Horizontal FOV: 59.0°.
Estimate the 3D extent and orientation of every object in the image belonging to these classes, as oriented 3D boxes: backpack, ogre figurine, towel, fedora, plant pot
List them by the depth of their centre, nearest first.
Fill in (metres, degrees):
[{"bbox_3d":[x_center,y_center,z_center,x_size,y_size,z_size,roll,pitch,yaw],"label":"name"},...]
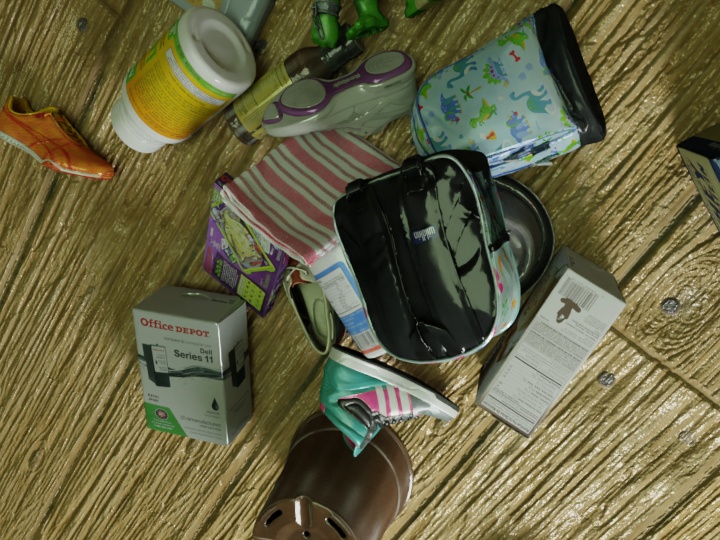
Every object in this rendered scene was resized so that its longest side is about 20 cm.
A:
[{"bbox_3d":[0.079,-0.009,0.679,0.175,0.150,0.203,-17,87,32],"label":"backpack"},{"bbox_3d":[0.153,-0.184,0.724,0.198,0.153,0.166,-19,92,33],"label":"backpack"},{"bbox_3d":[0.023,-0.346,0.734,0.197,0.098,0.122,-21,95,17],"label":"ogre figurine"},{"bbox_3d":[-0.053,-0.108,0.770,0.146,0.200,0.030,36,151,15],"label":"towel"},{"bbox_3d":[0.137,-0.034,0.783,0.197,0.090,0.180,17,108,12],"label":"fedora"},{"bbox_3d":[-0.041,0.324,0.870,0.197,0.198,0.204,4,106,15],"label":"plant pot"}]

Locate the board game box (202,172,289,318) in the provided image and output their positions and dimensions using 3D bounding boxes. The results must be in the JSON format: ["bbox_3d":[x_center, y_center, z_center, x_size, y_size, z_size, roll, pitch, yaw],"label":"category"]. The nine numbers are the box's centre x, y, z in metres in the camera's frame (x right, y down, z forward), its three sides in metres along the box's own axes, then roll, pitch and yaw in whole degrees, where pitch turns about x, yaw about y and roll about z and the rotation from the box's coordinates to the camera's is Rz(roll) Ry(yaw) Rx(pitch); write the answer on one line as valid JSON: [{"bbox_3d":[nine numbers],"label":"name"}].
[{"bbox_3d":[-0.153,-0.026,0.848,0.119,0.032,0.201,35,144,4],"label":"board game box"}]

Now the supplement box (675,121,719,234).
[{"bbox_3d":[0.447,-0.108,0.616,0.198,0.200,0.136,-29,94,22],"label":"supplement box"}]

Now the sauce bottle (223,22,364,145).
[{"bbox_3d":[-0.084,-0.238,0.812,0.198,0.065,0.065,-29,95,19],"label":"sauce bottle"}]

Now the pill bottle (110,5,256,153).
[{"bbox_3d":[-0.236,-0.235,0.821,0.198,0.111,0.112,-26,96,36],"label":"pill bottle"}]

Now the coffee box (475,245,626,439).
[{"bbox_3d":[0.226,0.084,0.776,0.079,0.114,0.202,31,111,6],"label":"coffee box"}]

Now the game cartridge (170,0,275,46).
[{"bbox_3d":[-0.196,-0.396,0.820,0.199,0.042,0.134,35,115,6],"label":"game cartridge"}]

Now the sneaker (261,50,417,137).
[{"bbox_3d":[-0.021,-0.191,0.777,0.197,0.076,0.100,-16,144,4],"label":"sneaker"}]

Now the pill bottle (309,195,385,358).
[{"bbox_3d":[0.000,0.000,0.822,0.111,0.112,0.202,-30,94,21],"label":"pill bottle"}]

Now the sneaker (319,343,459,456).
[{"bbox_3d":[0.028,0.191,0.843,0.198,0.084,0.122,25,89,-14],"label":"sneaker"}]

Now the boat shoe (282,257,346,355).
[{"bbox_3d":[-0.074,0.017,0.874,0.070,0.063,0.203,-17,97,21],"label":"boat shoe"}]

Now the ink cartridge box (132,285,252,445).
[{"bbox_3d":[-0.242,0.137,0.931,0.144,0.083,0.204,7,112,17],"label":"ink cartridge box"}]

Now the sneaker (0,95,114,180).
[{"bbox_3d":[-0.445,-0.192,0.927,0.198,0.073,0.078,29,100,5],"label":"sneaker"}]
